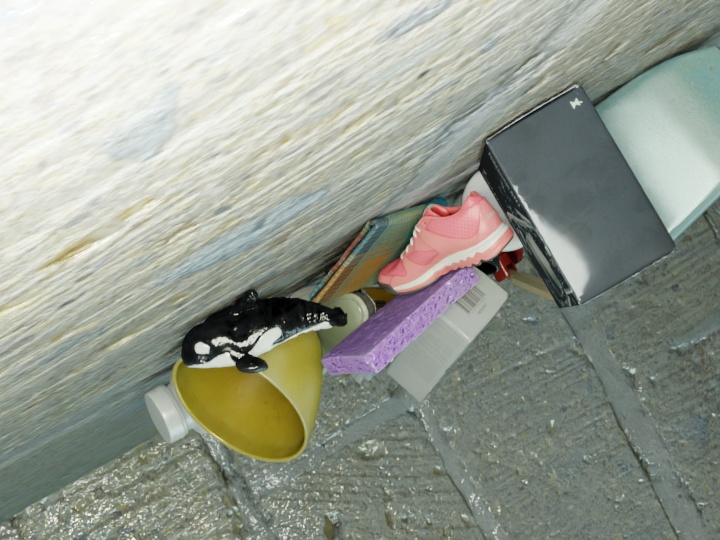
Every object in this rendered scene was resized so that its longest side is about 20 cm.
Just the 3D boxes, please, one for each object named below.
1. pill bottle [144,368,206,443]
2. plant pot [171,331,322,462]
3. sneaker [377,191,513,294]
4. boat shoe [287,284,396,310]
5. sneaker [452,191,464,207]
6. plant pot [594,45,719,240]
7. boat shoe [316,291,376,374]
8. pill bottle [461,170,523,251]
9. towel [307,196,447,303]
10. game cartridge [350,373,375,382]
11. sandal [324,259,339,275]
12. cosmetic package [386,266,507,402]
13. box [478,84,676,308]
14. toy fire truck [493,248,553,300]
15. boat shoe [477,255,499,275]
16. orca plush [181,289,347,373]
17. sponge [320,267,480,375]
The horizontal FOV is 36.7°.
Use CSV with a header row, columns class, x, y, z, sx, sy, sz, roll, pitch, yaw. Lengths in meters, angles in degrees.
class,x,y,z,sx,sy,sz,roll,pitch,yaw
pill bottle,-0.216,0.173,1.619,0.199,0.113,0.112,-27,175,-23
plant pot,-0.128,0.131,1.432,0.200,0.200,0.143,-34,-162,48
sneaker,0.093,-0.038,1.339,0.199,0.087,0.074,-25,-167,35
boat shoe,-0.016,0.047,1.552,0.198,0.072,0.070,1,158,-30
sneaker,0.172,-0.080,1.557,0.071,0.074,0.199,-36,173,31
plant pot,0.421,-0.180,1.405,0.200,0.196,0.196,-42,171,20
boat shoe,-0.022,0.078,1.463,0.060,0.072,0.201,-22,164,-33
pill bottle,0.213,-0.092,1.441,0.111,0.113,0.200,-31,175,24
towel,0.025,-0.027,1.359,0.147,0.022,0.199,-51,164,28
game cartridge,0.069,0.065,1.514,0.200,0.041,0.134,-38,160,-48
sandal,0.001,-0.001,1.497,0.075,0.048,0.200,-31,175,7
cosmetic package,0.115,0.089,1.481,0.102,0.074,0.201,-44,169,-32
box,0.232,-0.073,1.203,0.123,0.201,0.197,-30,175,1
toy fire truck,0.279,-0.043,1.820,0.175,0.202,0.129,-27,175,-23
boat shoe,0.129,-0.008,1.724,0.197,0.067,0.075,-4,144,-13
orca plush,-0.114,0.058,1.254,0.197,0.106,0.072,-4,132,4
sponge,0.049,0.061,1.335,0.200,0.030,0.111,-39,-167,-31
